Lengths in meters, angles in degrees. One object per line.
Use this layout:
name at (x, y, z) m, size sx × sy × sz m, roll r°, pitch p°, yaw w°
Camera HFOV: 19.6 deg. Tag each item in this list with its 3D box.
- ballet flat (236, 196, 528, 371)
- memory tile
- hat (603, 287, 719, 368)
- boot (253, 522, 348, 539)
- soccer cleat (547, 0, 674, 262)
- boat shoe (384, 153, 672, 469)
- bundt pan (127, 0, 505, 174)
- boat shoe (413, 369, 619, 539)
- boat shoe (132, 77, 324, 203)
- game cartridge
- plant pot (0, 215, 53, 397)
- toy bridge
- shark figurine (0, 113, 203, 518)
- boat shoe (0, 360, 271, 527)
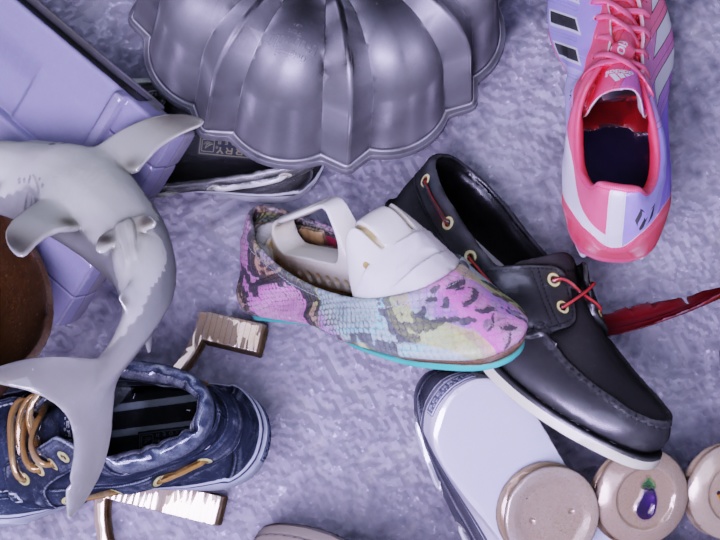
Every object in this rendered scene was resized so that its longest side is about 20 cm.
ballet flat at (0.000, 0.000, 1.025) m, size 0.069 × 0.200 × 0.071 m, roll -25°, pitch 112°, yaw -32°
memory tile at (0.166, 0.162, 1.050) m, size 0.199 × 0.017 × 0.154 m, roll -4°, pitch 97°, yaw -15°
hat at (0.188, 0.043, 1.015) m, size 0.176 × 0.200 × 0.166 m, roll -18°, pitch 74°, yaw -14°
boot at (-0.014, 0.220, 1.009) m, size 0.200 × 0.073 × 0.151 m, roll 27°, pitch 67°, yaw 32°
soccer cleat at (0.130, -0.099, 1.061) m, size 0.066 × 0.077 × 0.200 m, roll 2°, pitch 62°, yaw 2°
boat shoe at (0.085, 0.019, 1.042) m, size 0.201 × 0.074 × 0.063 m, roll 47°, pitch 113°, yaw 30°
bundt pan at (-0.019, -0.155, 1.061) m, size 0.201 × 0.076 × 0.202 m, roll 2°, pitch 65°, yaw -4°
boat shoe at (0.086, 0.136, 1.069) m, size 0.072 × 0.068 × 0.200 m, roll -36°, pitch 105°, yaw -9°
boat shoe at (-0.117, -0.071, 1.090) m, size 0.199 × 0.064 × 0.071 m, roll 0°, pitch 84°, yaw 1°
game cartridge at (-0.193, -0.079, 1.065) m, size 0.200 × 0.038 × 0.130 m, roll 40°, pitch 108°, yaw 14°
plant pot at (-0.277, 0.056, 1.019) m, size 0.187 × 0.187 × 0.200 m, roll 38°, pitch 120°, yaw 4°
toy bridge at (-0.104, 0.119, 1.090) m, size 0.067 × 0.027 × 0.201 m, roll 13°, pitch 85°, yaw 4°
shark figurine at (-0.113, 0.009, 0.974) m, size 0.128 × 0.090 × 0.215 m, roll -19°, pitch 42°, yaw -6°
boat shoe at (-0.151, 0.081, 1.044) m, size 0.200 × 0.091 × 0.071 m, roll -9°, pitch 72°, yaw 15°
